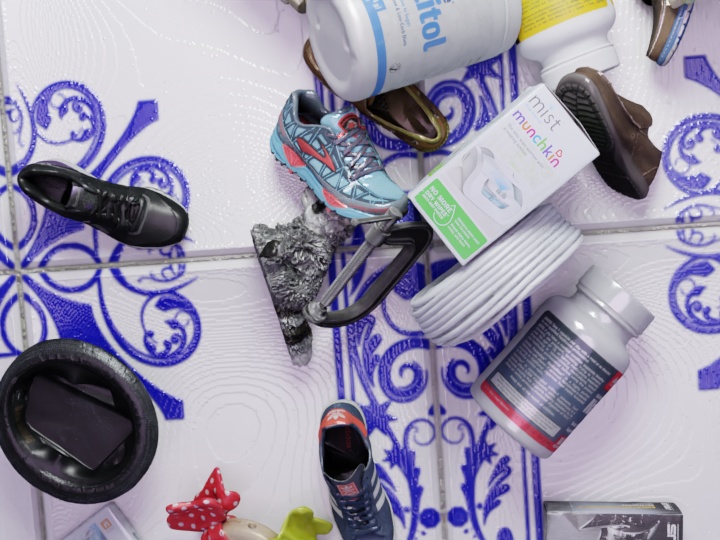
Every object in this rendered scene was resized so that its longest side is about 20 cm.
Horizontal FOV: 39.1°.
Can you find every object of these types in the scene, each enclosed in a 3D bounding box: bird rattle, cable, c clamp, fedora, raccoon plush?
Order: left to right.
[{"bbox_3d":[-0.324,0.170,1.192,0.199,0.092,0.202,0,95,4],"label":"fedora"},{"bbox_3d":[-0.139,0.339,1.194,0.198,0.113,0.164,12,112,6],"label":"bird rattle"},{"bbox_3d":[-0.046,-0.002,1.181,0.133,0.097,0.201,-18,123,-8],"label":"raccoon plush"},{"bbox_3d":[0.000,0.000,1.108,0.027,0.170,0.200,52,128,23],"label":"c clamp"},{"bbox_3d":[0.144,0.005,1.090,0.200,0.200,0.069,-38,89,2],"label":"cable"}]

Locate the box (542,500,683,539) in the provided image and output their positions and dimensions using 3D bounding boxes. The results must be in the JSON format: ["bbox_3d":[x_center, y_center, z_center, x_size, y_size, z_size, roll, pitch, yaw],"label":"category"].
[{"bbox_3d":[0.293,0.373,1.187,0.157,0.048,0.202,0,95,4],"label":"box"}]

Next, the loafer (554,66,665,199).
[{"bbox_3d":[0.273,-0.159,1.099,0.073,0.200,0.071,28,78,42],"label":"loafer"}]

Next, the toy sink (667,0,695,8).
[{"bbox_3d":[0.350,-0.347,1.017,0.111,0.130,0.201,-28,82,4],"label":"toy sink"}]

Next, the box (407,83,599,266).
[{"bbox_3d":[0.143,-0.104,1.081,0.176,0.200,0.097,-39,92,5],"label":"box"}]

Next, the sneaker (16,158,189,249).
[{"bbox_3d":[-0.300,-0.072,1.171,0.199,0.088,0.076,17,96,2],"label":"sneaker"}]

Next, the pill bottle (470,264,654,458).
[{"bbox_3d":[0.229,0.098,1.132,0.119,0.120,0.200,40,97,0],"label":"pill bottle"}]

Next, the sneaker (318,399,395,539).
[{"bbox_3d":[-0.010,0.255,1.181,0.074,0.085,0.202,-16,94,5],"label":"sneaker"}]

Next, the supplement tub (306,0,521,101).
[{"bbox_3d":[0.055,-0.267,1.074,0.199,0.132,0.133,-22,94,-19],"label":"supplement tub"}]

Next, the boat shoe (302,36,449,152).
[{"bbox_3d":[0.019,-0.209,1.146,0.199,0.068,0.072,34,98,2],"label":"boat shoe"}]

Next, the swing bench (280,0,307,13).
[{"bbox_3d":[-0.067,-0.419,1.108,0.199,0.130,0.200,45,102,-1],"label":"swing bench"}]

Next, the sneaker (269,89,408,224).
[{"bbox_3d":[-0.023,-0.128,1.108,0.200,0.079,0.096,38,131,25],"label":"sneaker"}]

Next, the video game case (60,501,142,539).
[{"bbox_3d":[-0.328,0.415,1.248,0.200,0.023,0.183,-38,91,6],"label":"video game case"}]

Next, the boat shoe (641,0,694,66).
[{"bbox_3d":[0.335,-0.326,1.118,0.072,0.072,0.202,14,86,8],"label":"boat shoe"}]

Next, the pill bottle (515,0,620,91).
[{"bbox_3d":[0.209,-0.302,1.103,0.112,0.112,0.201,-20,93,6],"label":"pill bottle"}]
